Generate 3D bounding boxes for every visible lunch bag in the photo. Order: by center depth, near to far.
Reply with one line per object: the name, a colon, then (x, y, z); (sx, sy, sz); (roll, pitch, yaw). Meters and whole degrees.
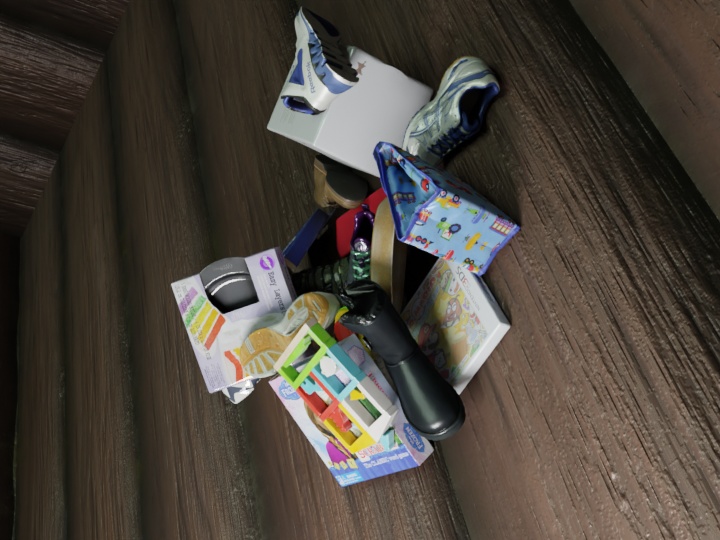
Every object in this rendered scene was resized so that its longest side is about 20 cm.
lunch bag: (0.104, -0.107, 1.296); (0.094, 0.150, 0.200); (-53, 36, 23)

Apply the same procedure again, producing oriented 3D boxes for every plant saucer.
plant saucer: (0.041, -0.023, 1.363); (0.200, 0.035, 0.201); (3, -90, -82)

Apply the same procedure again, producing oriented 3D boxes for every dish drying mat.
dish drying mat: (0.021, -0.089, 1.557); (0.200, 0.018, 0.077); (-31, 53, 49)

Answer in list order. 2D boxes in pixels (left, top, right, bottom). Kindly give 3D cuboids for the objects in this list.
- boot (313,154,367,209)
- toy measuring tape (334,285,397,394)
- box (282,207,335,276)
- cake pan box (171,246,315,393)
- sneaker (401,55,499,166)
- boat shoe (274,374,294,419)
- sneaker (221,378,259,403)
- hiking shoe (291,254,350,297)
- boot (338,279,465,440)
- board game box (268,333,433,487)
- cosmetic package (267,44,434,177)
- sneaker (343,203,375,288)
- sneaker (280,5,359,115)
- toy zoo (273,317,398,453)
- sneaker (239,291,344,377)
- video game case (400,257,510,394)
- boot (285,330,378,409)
boot: (-0.039, -0.136, 1.634); (0.200, 0.073, 0.076); (-124, 44, -61)
toy measuring tape: (0.008, 0.116, 1.383); (0.073, 0.073, 0.201); (-1, 110, 58)
box: (-0.116, -0.032, 1.644); (0.121, 0.032, 0.200); (-46, 8, 41)
cake pan box: (-0.189, 0.075, 1.520); (0.052, 0.183, 0.201); (-54, -53, -85)
sneaker: (0.129, -0.214, 1.377); (0.200, 0.075, 0.088); (-61, 34, 24)
boat shoe: (-0.093, 0.223, 1.571); (0.072, 0.060, 0.201); (-62, 34, 21)
sneaker: (-0.183, 0.114, 1.583); (0.199, 0.130, 0.080); (-41, 7, 14)
hiking shoe: (-0.063, 0.029, 1.562); (0.200, 0.100, 0.076); (-43, 44, 42)
boot: (0.047, 0.114, 1.235); (0.076, 0.168, 0.200); (-35, 37, 3)
board game box: (-0.018, 0.208, 1.359); (0.200, 0.041, 0.200); (55, 140, -3)
cosmetic package: (-0.021, -0.264, 1.539); (0.200, 0.167, 0.167); (30, 97, 59)
sneaker: (0.000, 0.000, 1.442); (0.074, 0.088, 0.201); (-4, 63, 17)
sneaker: (-0.079, -0.304, 1.416); (0.115, 0.080, 0.200); (-47, 40, 27)
toy zoo: (-0.027, 0.172, 1.292); (0.200, 0.020, 0.131); (47, 139, 8)
sneaker: (-0.101, 0.102, 1.455); (0.200, 0.088, 0.076); (-36, 77, 29)
video game case: (0.115, 0.088, 1.326); (0.200, 0.023, 0.182); (-58, 35, 27)
boot: (-0.037, 0.142, 1.495); (0.199, 0.074, 0.155); (-25, 49, 30)
